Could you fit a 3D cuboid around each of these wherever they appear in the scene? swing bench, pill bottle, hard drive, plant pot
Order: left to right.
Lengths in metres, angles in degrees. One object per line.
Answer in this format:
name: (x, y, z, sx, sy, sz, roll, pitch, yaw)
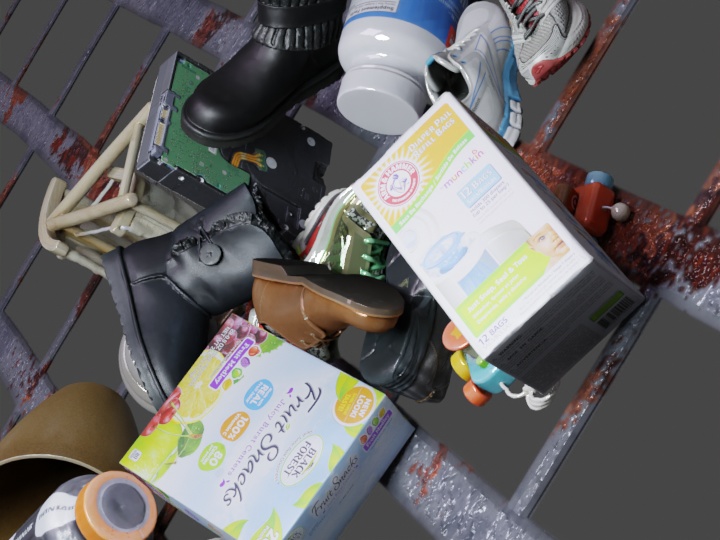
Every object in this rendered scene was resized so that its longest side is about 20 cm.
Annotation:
plant pot: (-0.293, 0.204, 1.844, 0.186, 0.186, 0.200, -45, 18, 25)
pill bottle: (-0.257, 0.253, 1.660, 0.200, 0.106, 0.106, -45, 30, 47)
swing bench: (-0.202, -0.038, 1.873, 0.200, 0.199, 0.130, -32, 39, 42)
hard drive: (-0.123, -0.114, 1.814, 0.038, 0.200, 0.140, -32, 40, 42)
pill bottle: (0.042, -0.235, 1.753, 0.112, 0.112, 0.200, -18, 50, 52)

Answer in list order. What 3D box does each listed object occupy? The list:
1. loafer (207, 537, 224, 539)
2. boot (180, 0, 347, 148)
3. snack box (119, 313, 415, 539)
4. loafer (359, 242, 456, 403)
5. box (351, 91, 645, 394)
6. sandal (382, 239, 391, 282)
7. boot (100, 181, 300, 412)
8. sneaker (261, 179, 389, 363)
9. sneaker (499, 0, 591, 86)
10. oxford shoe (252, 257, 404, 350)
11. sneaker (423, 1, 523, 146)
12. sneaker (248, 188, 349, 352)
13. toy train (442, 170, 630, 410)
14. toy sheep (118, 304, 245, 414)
loafer: (-0.171, 0.278, 1.664, 0.200, 0.070, 0.070, -33, 47, 42)
boot: (-0.091, -0.225, 1.744, 0.211, 0.079, 0.158, -39, -29, -34)
snack box: (-0.081, 0.149, 1.542, 0.200, 0.068, 0.169, 25, 73, 39)
loafer: (0.062, 0.016, 1.524, 0.073, 0.072, 0.200, -2, 62, 52)
box: (0.101, -0.022, 1.378, 0.112, 0.101, 0.200, -44, 55, 11)
sandal: (0.051, 0.001, 1.603, 0.076, 0.043, 0.200, -12, 63, 63)
boot: (-0.131, 0.031, 1.653, 0.168, 0.076, 0.200, -25, 66, 6)
sneaker: (0.000, 0.000, 1.606, 0.089, 0.077, 0.200, 43, 110, 26)
sneaker: (0.148, -0.241, 1.617, 0.078, 0.082, 0.200, -41, 34, 32)
oxford shoe: (-0.027, 0.035, 1.518, 0.200, 0.071, 0.071, 13, 99, 59)
sneaker: (0.098, -0.186, 1.644, 0.075, 0.087, 0.200, -41, 32, 34)
sneaker: (-0.036, 0.014, 1.691, 0.085, 0.077, 0.200, 19, 82, 53)
toy train: (0.129, 0.010, 1.440, 0.150, 0.056, 0.200, -10, 55, 56)
toy sheep: (-0.173, 0.084, 1.791, 0.200, 0.138, 0.138, 81, -152, -71)
